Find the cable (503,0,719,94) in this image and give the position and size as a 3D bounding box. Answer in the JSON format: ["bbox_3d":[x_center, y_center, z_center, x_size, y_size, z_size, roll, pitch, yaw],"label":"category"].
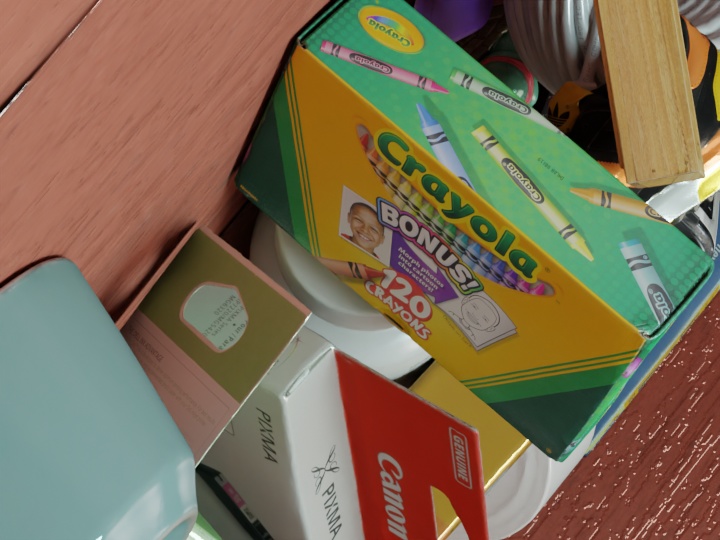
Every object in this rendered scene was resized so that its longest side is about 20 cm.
[{"bbox_3d":[0.162,-0.163,1.393,0.199,0.069,0.201,-15,117,-33],"label":"cable"}]

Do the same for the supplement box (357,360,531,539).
[{"bbox_3d":[0.072,0.059,1.415,0.200,0.067,0.069,-46,173,-10],"label":"supplement box"}]

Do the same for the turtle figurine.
[{"bbox_3d":[0.087,-0.104,1.499,0.149,0.101,0.200,-35,-166,13],"label":"turtle figurine"}]

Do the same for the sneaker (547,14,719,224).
[{"bbox_3d":[0.100,-0.041,1.314,0.200,0.090,0.070,-41,-150,-14],"label":"sneaker"}]

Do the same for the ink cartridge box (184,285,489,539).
[{"bbox_3d":[-0.017,0.107,1.331,0.044,0.173,0.201,-43,148,-26],"label":"ink cartridge box"}]

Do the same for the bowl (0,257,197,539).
[{"bbox_3d":[-0.137,0.104,1.073,0.201,0.105,0.201,-51,174,-8],"label":"bowl"}]

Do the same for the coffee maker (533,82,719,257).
[{"bbox_3d":[0.155,-0.082,1.658,0.192,0.134,0.201,-51,-165,60],"label":"coffee maker"}]

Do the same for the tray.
[{"bbox_3d":[0.119,-0.139,1.226,0.037,0.201,0.099,-8,179,8],"label":"tray"}]

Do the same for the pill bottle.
[{"bbox_3d":[0.000,0.000,1.395,0.114,0.114,0.200,-50,174,-11],"label":"pill bottle"}]

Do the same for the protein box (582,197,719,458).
[{"bbox_3d":[0.138,-0.007,1.921,0.199,0.200,0.135,-51,174,-1],"label":"protein box"}]

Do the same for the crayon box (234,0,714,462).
[{"bbox_3d":[0.047,-0.021,1.220,0.058,0.200,0.119,-44,170,-33],"label":"crayon box"}]

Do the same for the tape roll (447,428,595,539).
[{"bbox_3d":[0.055,0.080,1.830,0.071,0.202,0.203,-44,170,-43],"label":"tape roll"}]

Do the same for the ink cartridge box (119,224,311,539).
[{"bbox_3d":[-0.095,0.088,1.216,0.200,0.048,0.145,-50,-151,-2],"label":"ink cartridge box"}]

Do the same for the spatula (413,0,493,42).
[{"bbox_3d":[0.077,-0.169,1.407,0.200,0.020,0.057,-49,154,-47],"label":"spatula"}]
